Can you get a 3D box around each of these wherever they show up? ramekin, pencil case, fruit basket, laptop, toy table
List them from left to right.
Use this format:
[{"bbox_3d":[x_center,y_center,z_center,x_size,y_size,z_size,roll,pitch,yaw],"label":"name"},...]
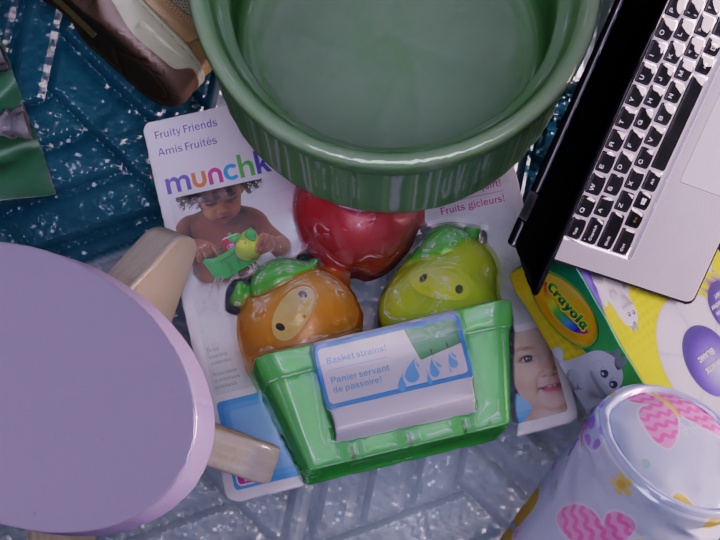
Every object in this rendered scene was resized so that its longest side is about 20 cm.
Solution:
[{"bbox_3d":[-0.139,0.063,1.427,0.200,0.117,0.184,32,95,25],"label":"toy table"},{"bbox_3d":[0.000,0.000,1.493,0.184,0.094,0.201,-12,86,-5],"label":"fruit basket"},{"bbox_3d":[0.016,-0.126,1.454,0.199,0.098,0.201,0,71,-1],"label":"ramekin"},{"bbox_3d":[0.113,0.146,1.443,0.090,0.083,0.200,28,128,-2],"label":"pencil case"},{"bbox_3d":[0.156,-0.071,1.370,0.199,0.116,0.188,17,102,-39],"label":"laptop"}]

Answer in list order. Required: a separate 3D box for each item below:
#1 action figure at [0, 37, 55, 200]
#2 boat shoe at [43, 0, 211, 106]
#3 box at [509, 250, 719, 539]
[{"bbox_3d":[-0.267,-0.060,1.492,0.199,0.055,0.119,-20,93,-2],"label":"action figure"},{"bbox_3d":[-0.143,-0.176,1.505,0.200,0.072,0.076,45,72,-12],"label":"boat shoe"},{"bbox_3d":[0.166,0.062,1.497,0.117,0.048,0.201,-32,94,-49],"label":"box"}]
